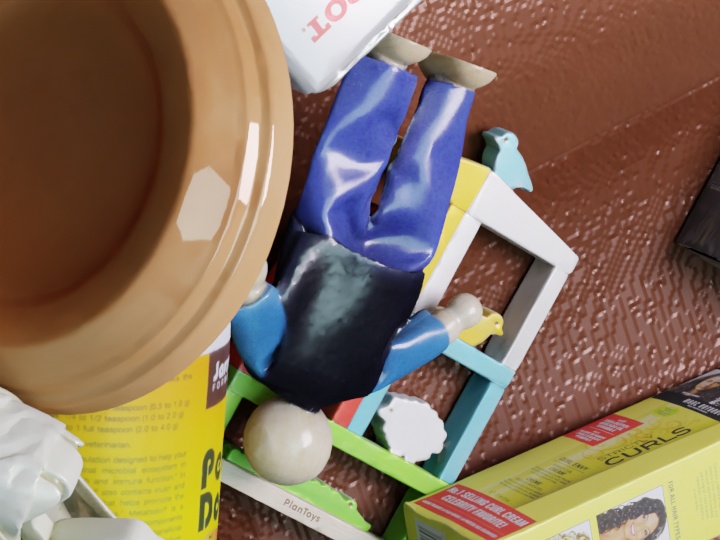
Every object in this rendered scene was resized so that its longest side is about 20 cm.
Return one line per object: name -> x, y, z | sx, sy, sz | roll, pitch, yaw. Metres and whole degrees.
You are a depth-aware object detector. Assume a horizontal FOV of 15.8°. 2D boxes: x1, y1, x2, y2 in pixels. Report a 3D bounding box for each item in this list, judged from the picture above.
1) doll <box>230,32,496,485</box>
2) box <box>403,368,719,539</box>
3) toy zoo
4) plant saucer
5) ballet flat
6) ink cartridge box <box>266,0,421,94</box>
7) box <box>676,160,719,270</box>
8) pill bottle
doll -> 0.000, 0.000, 1.120 | 0.136, 0.048, 0.201 | 17, 95, -38
box -> 0.122, 0.103, 1.205 | 0.199, 0.075, 0.050 | -21, 112, -26
toy zoo -> 0.016, 0.023, 1.175 | 0.131, 0.020, 0.201 | 29, 89, -29
plant saucer -> -0.115, -0.046, 0.994 | 0.037, 0.199, 0.201 | 16, 97, -54
ballet flat -> -0.116, 0.094, 0.983 | 0.069, 0.069, 0.200 | -43, 116, -10
ink cartridge box -> -0.041, -0.194, 1.055 | 0.144, 0.084, 0.200 | -44, 116, -10
box -> 0.271, -0.034, 1.269 | 0.199, 0.048, 0.159 | 30, 88, -29
pill bottle -> -0.111, 0.069, 1.074 | 0.108, 0.109, 0.202 | -2, 104, -25
